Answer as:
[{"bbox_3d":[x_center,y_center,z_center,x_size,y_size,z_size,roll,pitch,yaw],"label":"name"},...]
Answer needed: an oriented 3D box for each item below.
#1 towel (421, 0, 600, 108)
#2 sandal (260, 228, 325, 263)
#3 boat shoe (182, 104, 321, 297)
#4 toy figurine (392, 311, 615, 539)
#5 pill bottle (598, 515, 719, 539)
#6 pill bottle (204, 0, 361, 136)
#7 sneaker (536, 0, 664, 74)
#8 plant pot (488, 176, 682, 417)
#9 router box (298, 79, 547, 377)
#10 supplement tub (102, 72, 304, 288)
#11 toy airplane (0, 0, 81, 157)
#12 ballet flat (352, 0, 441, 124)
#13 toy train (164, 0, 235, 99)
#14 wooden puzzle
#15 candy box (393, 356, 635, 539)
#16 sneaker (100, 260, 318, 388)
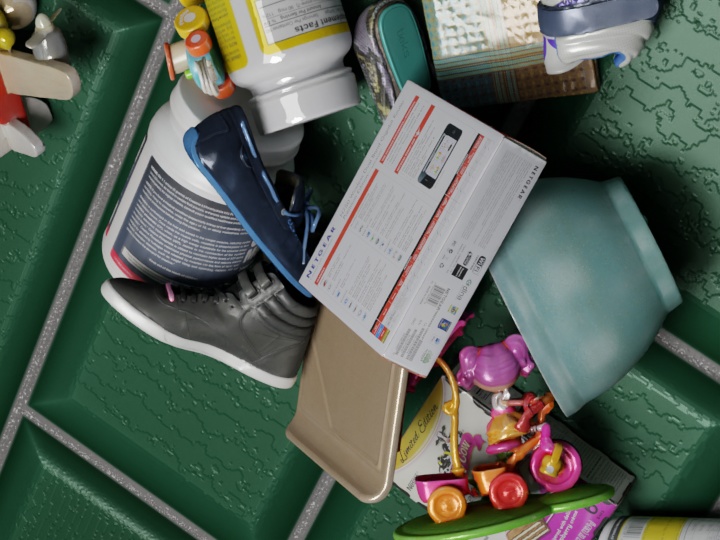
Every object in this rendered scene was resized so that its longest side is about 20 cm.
[{"bbox_3d":[0.119,-0.239,1.650,0.145,0.022,0.202,-5,111,21],"label":"towel"},{"bbox_3d":[0.000,0.000,1.806,0.198,0.054,0.083,2,98,25],"label":"sandal"},{"bbox_3d":[-0.073,-0.056,1.688,0.068,0.084,0.200,-38,131,-2],"label":"boat shoe"},{"bbox_3d":[0.108,0.126,1.712,0.198,0.150,0.186,-11,92,2],"label":"toy figurine"},{"bbox_3d":[0.313,0.276,1.734,0.198,0.112,0.113,-1,111,28],"label":"pill bottle"},{"bbox_3d":[-0.074,-0.225,1.692,0.113,0.114,0.202,-15,95,31],"label":"pill bottle"},{"bbox_3d":[0.147,-0.232,1.581,0.198,0.081,0.148,12,108,-5],"label":"sneaker"},{"bbox_3d":[0.187,0.003,1.647,0.133,0.200,0.202,-26,99,6],"label":"plant pot"},{"bbox_3d":[0.047,-0.039,1.610,0.049,0.179,0.201,25,98,-30],"label":"router box"},{"bbox_3d":[-0.144,-0.071,1.796,0.140,0.140,0.201,34,123,9],"label":"supplement tub"},{"bbox_3d":[-0.347,-0.205,1.861,0.199,0.142,0.199,34,161,0],"label":"toy airplane"},{"bbox_3d":[0.043,-0.142,1.724,0.071,0.072,0.202,-11,106,30],"label":"ballet flat"},{"bbox_3d":[-0.167,-0.237,1.687,0.055,0.150,0.202,-17,90,11],"label":"toy train"},{"bbox_3d":[0.000,0.080,1.725,0.185,0.037,0.202,32,113,58],"label":"wooden puzzle"},{"bbox_3d":[0.134,0.191,1.818,0.199,0.061,0.137,36,122,9],"label":"candy box"},{"bbox_3d":[-0.127,0.023,1.747,0.199,0.071,0.100,24,108,-18],"label":"sneaker"}]
